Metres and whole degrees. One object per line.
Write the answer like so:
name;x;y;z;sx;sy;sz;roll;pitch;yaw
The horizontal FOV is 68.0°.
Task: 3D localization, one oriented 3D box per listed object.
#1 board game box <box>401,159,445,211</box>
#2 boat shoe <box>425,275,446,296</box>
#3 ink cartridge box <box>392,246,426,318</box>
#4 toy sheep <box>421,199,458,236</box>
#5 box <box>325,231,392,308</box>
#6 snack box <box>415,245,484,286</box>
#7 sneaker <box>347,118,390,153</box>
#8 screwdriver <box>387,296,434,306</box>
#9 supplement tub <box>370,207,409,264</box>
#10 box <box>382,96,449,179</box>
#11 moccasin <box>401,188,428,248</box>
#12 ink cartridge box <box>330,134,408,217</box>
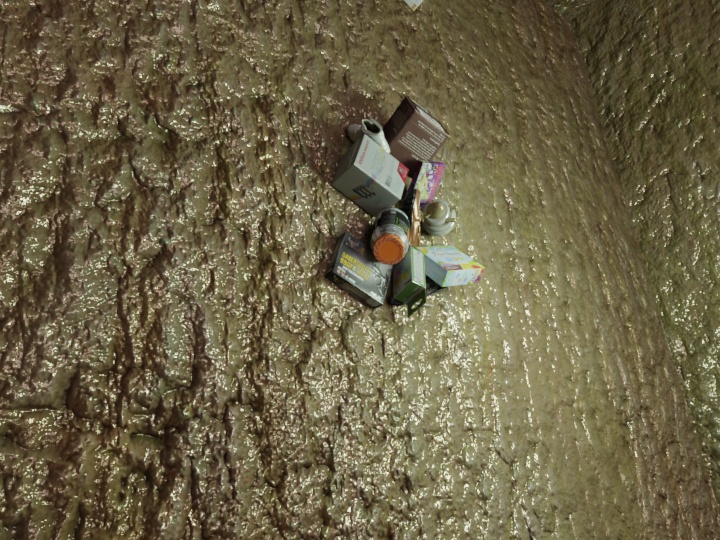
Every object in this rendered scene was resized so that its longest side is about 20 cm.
board game box;0.219;-0.286;1.877;0.119;0.203;0.032;-10;38;-43
boat shoe;0.232;0.048;1.805;0.198;0.065;0.074;-19;82;-42
ink cartridge box;0.154;0.035;1.696;0.059;0.104;0.202;23;46;-24
toy sheep;0.280;-0.184;1.894;0.201;0.135;0.140;64;22;-64
box;0.000;0.000;1.652;0.199;0.048;0.160;34;52;-22
snack box;0.298;-0.018;1.830;0.198;0.069;0.168;-2;31;-40
sneaker;0.017;-0.472;1.787;0.074;0.116;0.199;-42;54;-13
screwdriver;0.171;0.103;1.754;0.197;0.028;0.030;4;96;-35
supplement tub;0.094;-0.107;1.685;0.122;0.122;0.201;42;25;-15
box;0.176;-0.464;1.873;0.164;0.201;0.165;29;25;-25
moccasin;0.186;-0.175;1.825;0.077;0.073;0.206;1;89;-29
ink cartridge box;0.031;-0.309;1.755;0.199;0.144;0.147;34;53;-21
